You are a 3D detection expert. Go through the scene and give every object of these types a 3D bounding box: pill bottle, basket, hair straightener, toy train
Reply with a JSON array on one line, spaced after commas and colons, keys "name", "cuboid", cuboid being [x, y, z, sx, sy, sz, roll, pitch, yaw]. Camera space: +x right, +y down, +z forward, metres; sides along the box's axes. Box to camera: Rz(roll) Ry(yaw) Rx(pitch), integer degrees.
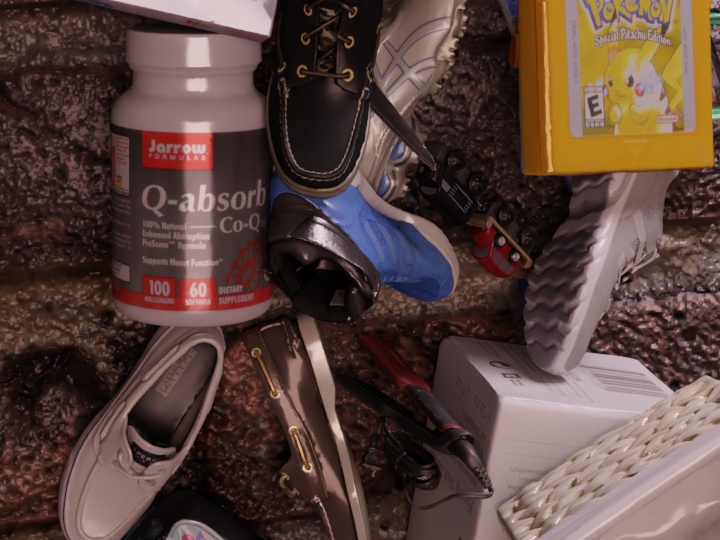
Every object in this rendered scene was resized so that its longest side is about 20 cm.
[{"name": "pill bottle", "cuboid": [-0.118, -0.069, 1.403, 0.115, 0.116, 0.201, -2, 102, -11]}, {"name": "basket", "cuboid": [0.204, 0.177, 1.350, 0.199, 0.123, 0.136, -32, 108, -5]}, {"name": "hair straightener", "cuboid": [0.035, 0.121, 1.442, 0.041, 0.200, 0.077, 22, 102, -37]}, {"name": "toy train", "cuboid": [0.104, -0.020, 1.475, 0.200, 0.034, 0.046, 45, 71, -35]}]

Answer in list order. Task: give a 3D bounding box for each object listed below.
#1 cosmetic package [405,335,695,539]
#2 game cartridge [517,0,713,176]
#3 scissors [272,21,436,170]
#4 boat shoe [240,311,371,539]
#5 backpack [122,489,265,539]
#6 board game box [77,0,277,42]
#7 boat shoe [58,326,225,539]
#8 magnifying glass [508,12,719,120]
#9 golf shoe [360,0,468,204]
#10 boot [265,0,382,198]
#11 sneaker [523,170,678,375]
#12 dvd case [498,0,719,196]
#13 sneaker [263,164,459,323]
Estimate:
[{"name": "cosmetic package", "cuboid": [0.139, 0.173, 1.487, 0.165, 0.167, 0.201, 7, 101, -14]}, {"name": "game cartridge", "cuboid": [0.182, -0.169, 1.405, 0.176, 0.032, 0.201, -5, 96, -39]}, {"name": "scissors", "cuboid": [-0.017, -0.143, 1.404, 0.073, 0.014, 0.201, -22, 73, -8]}, {"name": "boat shoe", "cuboid": [-0.037, 0.131, 1.494, 0.059, 0.072, 0.201, -15, 102, -1]}, {"name": "backpack", "cuboid": [-0.129, 0.291, 1.479, 0.177, 0.151, 0.200, 38, 99, -18]}, {"name": "board game box", "cuboid": [-0.138, -0.269, 1.312, 0.198, 0.043, 0.201, 12, 88, -12]}, {"name": "boat shoe", "cuboid": [-0.157, 0.125, 1.469, 0.072, 0.066, 0.200, 33, 95, -17]}, {"name": "magnifying glass", "cuboid": [0.207, -0.154, 1.478, 0.199, 0.022, 0.080, 3, 102, -11]}, {"name": "golf shoe", "cuboid": [0.015, -0.151, 1.435, 0.097, 0.078, 0.201, 19, 98, -9]}, {"name": "boot", "cuboid": [-0.022, -0.167, 1.319, 0.073, 0.154, 0.205, 7, 65, 0]}, {"name": "sneaker", "cuboid": [0.185, -0.013, 1.462, 0.082, 0.075, 0.201, 27, 80, -26]}, {"name": "dvd case", "cuboid": [0.188, -0.171, 1.491, 0.142, 0.018, 0.201, -24, 106, -6]}, {"name": "sneaker", "cuboid": [-0.001, 0.000, 1.418, 0.076, 0.112, 0.200, -9, 146, 31]}]
